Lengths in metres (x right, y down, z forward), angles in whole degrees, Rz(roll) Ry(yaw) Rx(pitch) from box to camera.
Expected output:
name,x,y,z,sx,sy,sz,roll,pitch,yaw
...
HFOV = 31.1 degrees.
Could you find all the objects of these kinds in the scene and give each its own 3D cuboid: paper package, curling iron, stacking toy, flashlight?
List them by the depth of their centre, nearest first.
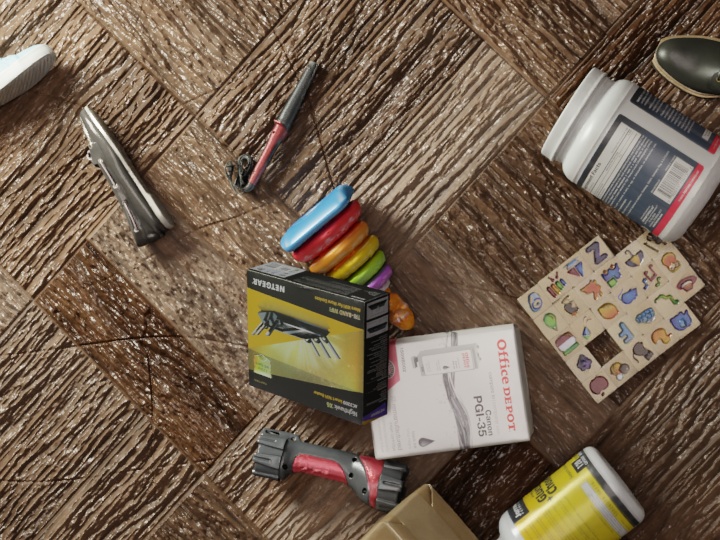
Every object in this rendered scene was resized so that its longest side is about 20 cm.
name,x,y,z,sx,sy,sz,roll,pitch,yaw
paper package,0.066,0.396,1.574,0.191,0.103,0.200,47,128,12
stacking toy,0.000,0.000,1.653,0.109,0.116,0.200,-39,98,11
flashlight,-0.040,0.260,1.660,0.198,0.068,0.069,10,108,9
curling iron,-0.114,-0.189,1.699,0.049,0.026,0.201,34,93,5

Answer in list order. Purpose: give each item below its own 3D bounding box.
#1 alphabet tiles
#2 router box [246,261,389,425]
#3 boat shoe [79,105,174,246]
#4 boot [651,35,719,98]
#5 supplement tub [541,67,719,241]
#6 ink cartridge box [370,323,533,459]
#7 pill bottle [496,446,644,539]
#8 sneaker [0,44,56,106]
name,x,y,z,sx,sy,sz,roll,pitch,yaw
alphabet tiles,0.327,0.041,1.641,0.199,0.008,0.168,-38,84,5
router box,-0.055,0.087,1.605,0.199,0.052,0.159,14,111,39
boat shoe,-0.323,-0.123,1.709,0.057,0.067,0.201,-35,88,1
boot,0.456,-0.246,1.562,0.198,0.138,0.078,19,91,9
supplement tub,0.336,-0.142,1.576,0.199,0.140,0.141,34,93,8
ink cartridge box,0.110,0.151,1.630,0.198,0.083,0.148,-9,87,9
pill bottle,0.242,0.319,1.593,0.200,0.112,0.112,-40,84,5
sneaker,-0.506,-0.261,1.735,0.199,0.074,0.082,-31,88,5
